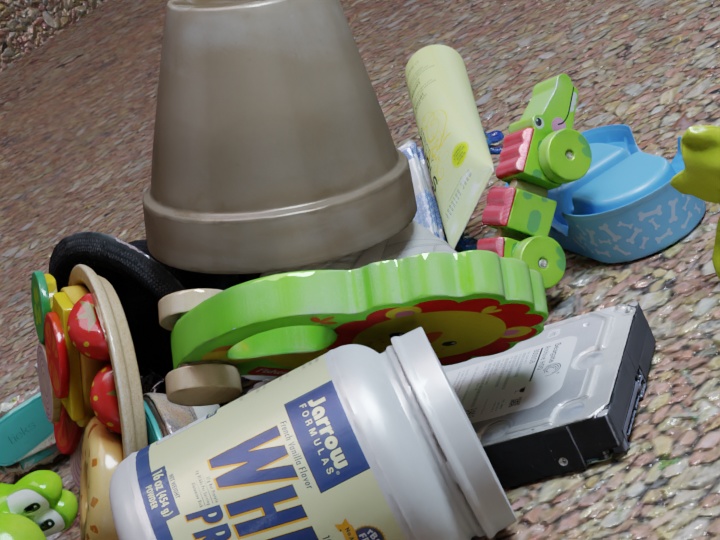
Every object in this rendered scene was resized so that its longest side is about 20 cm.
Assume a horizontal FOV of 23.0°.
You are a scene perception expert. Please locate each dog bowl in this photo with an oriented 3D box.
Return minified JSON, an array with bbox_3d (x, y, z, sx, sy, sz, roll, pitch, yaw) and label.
[{"bbox_3d":[0.188,-0.058,1.345,0.111,0.050,0.200,-32,20,-13],"label":"dog bowl"}]

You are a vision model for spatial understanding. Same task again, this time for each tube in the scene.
[{"bbox_3d":[0.071,-0.104,1.368,0.051,0.058,0.201,-19,39,7],"label":"tube"}]

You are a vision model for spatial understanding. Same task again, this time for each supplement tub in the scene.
[{"bbox_3d":[-0.026,0.131,1.001,0.198,0.146,0.145,-27,19,1],"label":"supplement tub"}]

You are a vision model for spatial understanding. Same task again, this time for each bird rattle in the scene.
[{"bbox_3d":[0.304,-0.072,1.161,0.198,0.114,0.163,-23,3,5],"label":"bird rattle"}]

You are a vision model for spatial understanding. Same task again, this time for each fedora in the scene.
[{"bbox_3d":[-0.150,0.026,1.366,0.199,0.202,0.092,-4,34,49],"label":"fedora"}]

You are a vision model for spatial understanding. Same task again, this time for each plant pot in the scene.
[{"bbox_3d":[-0.067,-0.113,1.251,0.197,0.176,0.200,-7,18,2],"label":"plant pot"}]

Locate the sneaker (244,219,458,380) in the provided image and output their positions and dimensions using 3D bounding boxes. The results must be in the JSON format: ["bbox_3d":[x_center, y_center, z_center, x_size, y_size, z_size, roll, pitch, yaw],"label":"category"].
[{"bbox_3d":[-0.005,0.020,1.242,0.099,0.075,0.199,29,47,33],"label":"sneaker"}]

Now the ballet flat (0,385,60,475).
[{"bbox_3d":[-0.226,0.104,1.468,0.198,0.076,0.064,-24,-1,0],"label":"ballet flat"}]

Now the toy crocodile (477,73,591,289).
[{"bbox_3d":[0.117,-0.047,1.278,0.067,0.061,0.202,-6,67,65],"label":"toy crocodile"}]

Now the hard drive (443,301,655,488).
[{"bbox_3d":[0.083,0.090,1.127,0.198,0.038,0.140,-17,22,26],"label":"hard drive"}]

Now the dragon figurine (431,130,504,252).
[{"bbox_3d":[0.036,-0.045,1.440,0.199,0.100,0.059,-30,19,-7],"label":"dragon figurine"}]

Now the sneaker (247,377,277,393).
[{"bbox_3d":[-0.060,0.121,1.181,0.087,0.074,0.200,-22,14,35],"label":"sneaker"}]

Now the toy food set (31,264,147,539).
[{"bbox_3d":[-0.195,0.096,1.268,0.048,0.202,0.198,-8,16,-18],"label":"toy food set"}]

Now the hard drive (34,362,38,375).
[{"bbox_3d":[-0.203,0.031,1.562,0.200,0.025,0.132,-44,-2,-13],"label":"hard drive"}]

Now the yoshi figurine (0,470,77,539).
[{"bbox_3d":[-0.284,0.207,1.208,0.199,0.112,0.113,-31,62,14],"label":"yoshi figurine"}]

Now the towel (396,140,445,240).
[{"bbox_3d":[0.000,0.000,1.357,0.146,0.024,0.201,-24,48,14],"label":"towel"}]

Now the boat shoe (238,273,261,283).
[{"bbox_3d":[-0.104,0.003,1.430,0.060,0.073,0.202,-6,-22,-7],"label":"boat shoe"}]

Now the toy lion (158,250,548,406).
[{"bbox_3d":[0.004,0.031,1.059,0.198,0.069,0.191,7,-24,-36],"label":"toy lion"}]

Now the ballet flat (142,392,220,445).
[{"bbox_3d":[-0.134,0.116,1.277,0.067,0.069,0.200,-11,3,-18],"label":"ballet flat"}]
